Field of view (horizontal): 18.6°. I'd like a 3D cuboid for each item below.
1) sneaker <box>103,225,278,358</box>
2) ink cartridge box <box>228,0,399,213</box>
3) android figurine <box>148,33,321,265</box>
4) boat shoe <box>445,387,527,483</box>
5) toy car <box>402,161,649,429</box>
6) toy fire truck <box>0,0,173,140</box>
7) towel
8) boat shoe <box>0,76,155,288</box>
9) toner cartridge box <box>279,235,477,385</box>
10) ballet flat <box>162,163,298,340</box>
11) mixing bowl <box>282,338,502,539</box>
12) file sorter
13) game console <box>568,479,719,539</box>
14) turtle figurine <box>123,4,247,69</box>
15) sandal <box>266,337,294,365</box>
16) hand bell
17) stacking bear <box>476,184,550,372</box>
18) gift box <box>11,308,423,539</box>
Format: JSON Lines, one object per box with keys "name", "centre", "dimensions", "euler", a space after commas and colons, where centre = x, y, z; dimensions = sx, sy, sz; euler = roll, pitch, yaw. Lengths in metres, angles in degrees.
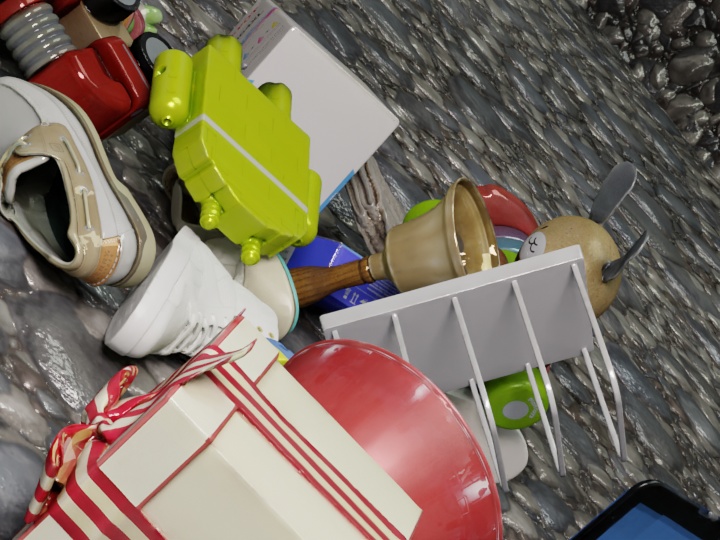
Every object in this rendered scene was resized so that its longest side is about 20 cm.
{"name": "sneaker", "centre": [-0.110, 0.040, 1.560], "dimensions": [0.115, 0.074, 0.200], "euler": [42, 17, -5]}
{"name": "ink cartridge box", "centre": [-0.069, -0.140, 1.894], "dimensions": [0.125, 0.129, 0.200], "euler": [40, 4, -19]}
{"name": "android figurine", "centre": [-0.092, -0.089, 1.678], "dimensions": [0.182, 0.041, 0.201], "euler": [41, 33, -33]}
{"name": "boat shoe", "centre": [0.056, 0.107, 1.818], "dimensions": [0.199, 0.072, 0.069], "euler": [28, 25, -24]}
{"name": "toy car", "centre": [0.147, -0.003, 1.768], "dimensions": [0.158, 0.200, 0.165], "euler": [36, 31, -32]}
{"name": "toy fire truck", "centre": [-0.238, -0.184, 1.645], "dimensions": [0.177, 0.128, 0.200], "euler": [60, 29, 2]}
{"name": "towel", "centre": [0.031, -0.025, 1.968], "dimensions": [0.133, 0.034, 0.200], "euler": [-106, 171, -46]}
{"name": "boat shoe", "centre": [-0.220, -0.068, 1.532], "dimensions": [0.068, 0.075, 0.200], "euler": [5, 35, -51]}
{"name": "toner cartridge box", "centre": [0.015, 0.031, 1.842], "dimensions": [0.200, 0.043, 0.095], "euler": [33, -9, -37]}
{"name": "ballet flat", "centre": [-0.109, -0.020, 1.720], "dimensions": [0.069, 0.069, 0.200], "euler": [30, 23, -42]}
{"name": "mixing bowl", "centre": [-0.020, 0.156, 1.384], "dimensions": [0.200, 0.200, 0.108], "euler": [50, 45, 9]}
{"name": "file sorter", "centre": [0.087, 0.092, 1.631], "dimensions": [0.139, 0.199, 0.125], "euler": [74, 1, -56]}
{"name": "game console", "centre": [0.205, 0.271, 1.584], "dimensions": [0.171, 0.200, 0.118], "euler": [53, 20, 17]}
{"name": "turtle figurine", "centre": [-0.169, -0.227, 1.846], "dimensions": [0.144, 0.199, 0.194], "euler": [58, 6, -16]}
{"name": "sandal", "centre": [-0.032, 0.137, 1.533], "dimensions": [0.201, 0.079, 0.087], "euler": [61, 18, 6]}
{"name": "hand bell", "centre": [0.000, 0.000, 1.709], "dimensions": [0.104, 0.199, 0.105], "euler": [-13, 90, -69]}
{"name": "stacking bear", "centre": [0.130, 0.038, 2.066], "dimensions": [0.113, 0.121, 0.201], "euler": [28, 34, -28]}
{"name": "gift box", "centre": [-0.082, 0.134, 1.238], "dimensions": [0.187, 0.200, 0.185], "euler": [44, 13, -3]}
